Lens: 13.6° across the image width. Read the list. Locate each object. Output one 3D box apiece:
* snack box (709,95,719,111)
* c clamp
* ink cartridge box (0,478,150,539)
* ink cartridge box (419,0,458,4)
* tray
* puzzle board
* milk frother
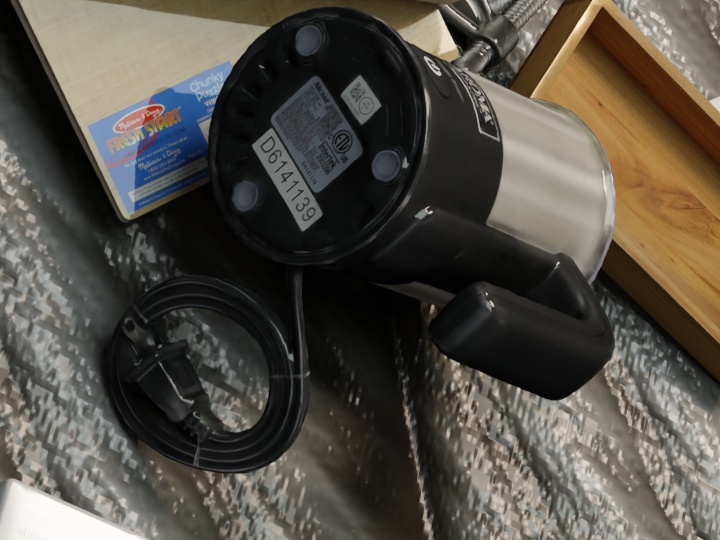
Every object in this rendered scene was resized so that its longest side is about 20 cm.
[{"bbox_3d":[0.265,-0.085,1.689,0.199,0.024,0.072,-22,85,-39],"label":"snack box"},{"bbox_3d":[0.085,-0.172,1.605,0.171,0.027,0.200,43,54,-9],"label":"c clamp"},{"bbox_3d":[-0.127,0.209,1.251,0.145,0.085,0.201,26,59,-23],"label":"ink cartridge box"},{"bbox_3d":[-0.027,-0.215,1.408,0.199,0.084,0.147,7,79,-25],"label":"ink cartridge box"},{"bbox_3d":[0.156,-0.040,1.561,0.200,0.037,0.099,43,65,-21],"label":"tray"},{"bbox_3d":[-0.065,-0.130,1.433,0.199,0.017,0.151,-28,94,-26],"label":"puzzle board"},{"bbox_3d":[0.000,0.000,1.411,0.188,0.199,0.181,20,51,-56],"label":"milk frother"}]
